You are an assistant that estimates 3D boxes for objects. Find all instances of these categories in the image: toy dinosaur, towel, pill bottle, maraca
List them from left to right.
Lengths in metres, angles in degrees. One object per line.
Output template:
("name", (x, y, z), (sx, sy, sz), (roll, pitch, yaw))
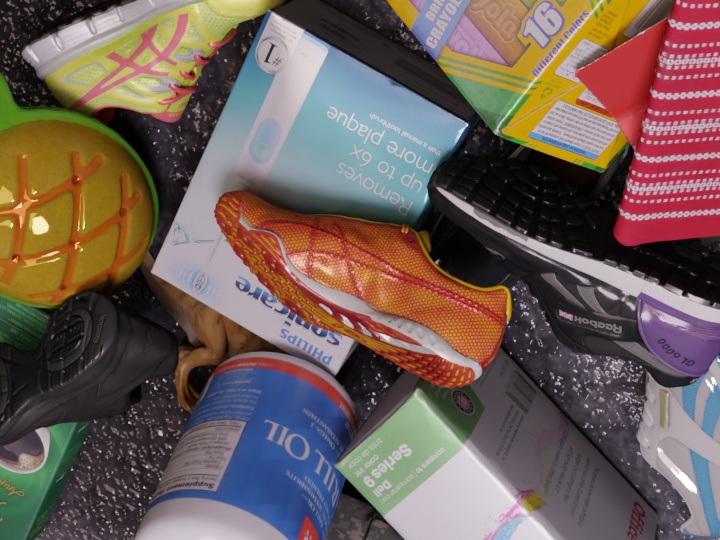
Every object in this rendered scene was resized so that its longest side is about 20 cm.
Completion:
("maraca", (-0.221, -0.050, 0.913), (0.200, 0.107, 0.137), (36, 91, -38))
("toy dinosaur", (-0.109, 0.040, 0.990), (0.199, 0.060, 0.107), (28, 99, 19))
("pill bottle", (-0.076, 0.157, 0.862), (0.111, 0.201, 0.113), (10, 135, 10))
("towel", (0.217, -0.091, 0.727), (0.143, 0.023, 0.201), (-6, 138, -9))

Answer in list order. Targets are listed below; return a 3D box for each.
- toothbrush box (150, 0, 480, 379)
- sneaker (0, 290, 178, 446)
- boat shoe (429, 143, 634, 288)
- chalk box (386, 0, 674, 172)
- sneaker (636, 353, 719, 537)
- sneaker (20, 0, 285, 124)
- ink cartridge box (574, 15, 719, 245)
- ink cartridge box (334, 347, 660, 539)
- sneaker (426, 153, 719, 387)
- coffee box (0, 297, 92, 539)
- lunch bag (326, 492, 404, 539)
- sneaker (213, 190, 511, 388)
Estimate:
("toothbrush box", (-0.028, -0.056, 0.909), (0.146, 0.085, 0.201), (31, 114, 4))
("sneaker", (-0.205, 0.082, 0.963), (0.199, 0.090, 0.077), (-24, 58, 39))
("boat shoe", (0.101, -0.039, 0.886), (0.072, 0.068, 0.200), (44, 115, -2))
("chalk box", (0.093, -0.175, 0.795), (0.124, 0.124, 0.200), (-50, 55, 24))
("sneaker", (0.211, 0.082, 0.886), (0.080, 0.076, 0.201), (-20, 97, 27))
("sneaker", (-0.126, -0.148, 0.921), (0.199, 0.078, 0.091), (-15, 109, 27))
("ink cartridge box", (0.227, -0.096, 0.759), (0.160, 0.200, 0.050), (-31, 64, 19))
("ink cartridge box", (0.096, 0.146, 0.901), (0.200, 0.145, 0.088), (44, 114, -1))
("sneaker", (0.121, 0.007, 0.819), (0.199, 0.076, 0.088), (27, 126, 10))
("coffee box", (-0.268, 0.104, 1.053), (0.122, 0.044, 0.201), (28, 112, 6))
("lunch bag", (-0.050, 0.244, 0.943), (0.167, 0.200, 0.140), (30, 135, -1))
("sneaker", (0.000, 0.000, 0.846), (0.199, 0.077, 0.073), (28, 158, 14))
